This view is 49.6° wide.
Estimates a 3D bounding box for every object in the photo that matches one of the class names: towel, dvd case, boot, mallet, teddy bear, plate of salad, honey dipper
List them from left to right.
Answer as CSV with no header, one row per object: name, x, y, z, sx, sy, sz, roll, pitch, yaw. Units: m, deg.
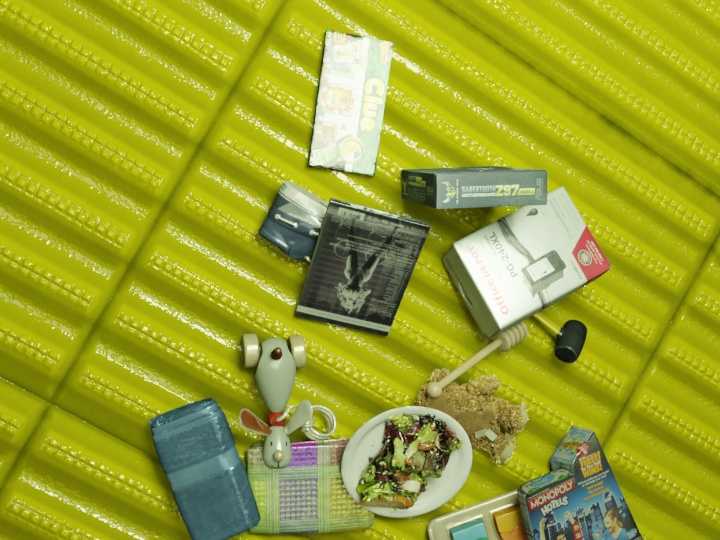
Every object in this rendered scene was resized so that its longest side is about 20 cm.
towel,-0.225,0.293,1.134,0.111,0.049,0.202,-19,94,0
towel,-0.072,0.327,1.181,0.198,0.023,0.145,-2,94,-9
boot,-0.048,-0.044,1.149,0.199,0.073,0.091,31,101,-8
dvd case,0.000,0.000,1.130,0.147,0.016,0.201,13,121,-10
plate of salad,0.071,0.291,1.150,0.198,0.048,0.202,-2,113,-5
teddy bear,0.170,0.224,1.204,0.198,0.067,0.147,7,103,-16
honey dipper,0.175,0.133,1.171,0.199,0.038,0.038,-31,99,-30
mallet,0.274,0.057,1.222,0.200,0.041,0.066,43,51,2

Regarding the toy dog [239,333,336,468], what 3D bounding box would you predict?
toy dog,-0.116,0.179,1.117,0.131,0.096,0.202,-23,89,-12

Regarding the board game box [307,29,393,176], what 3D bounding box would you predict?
board game box,-0.015,-0.248,1.159,0.104,0.023,0.202,7,92,-13

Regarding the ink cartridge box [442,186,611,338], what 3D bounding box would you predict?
ink cartridge box,0.246,-0.011,1.168,0.199,0.083,0.146,-27,80,-10

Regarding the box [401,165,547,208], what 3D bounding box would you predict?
box,0.154,-0.120,1.106,0.156,0.200,0.052,-4,99,-9

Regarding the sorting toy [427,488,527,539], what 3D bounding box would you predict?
sorting toy,0.220,0.455,1.233,0.198,0.036,0.187,-18,96,-9

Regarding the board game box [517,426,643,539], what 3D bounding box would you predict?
board game box,0.330,0.360,1.220,0.198,0.062,0.202,-14,91,-23
